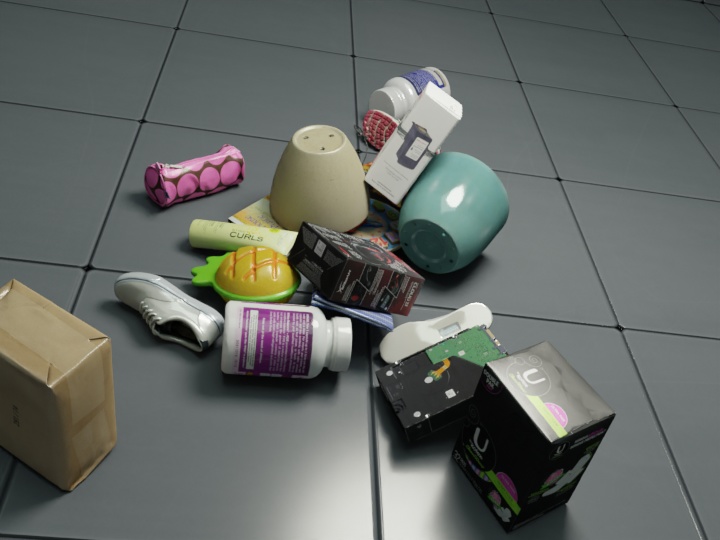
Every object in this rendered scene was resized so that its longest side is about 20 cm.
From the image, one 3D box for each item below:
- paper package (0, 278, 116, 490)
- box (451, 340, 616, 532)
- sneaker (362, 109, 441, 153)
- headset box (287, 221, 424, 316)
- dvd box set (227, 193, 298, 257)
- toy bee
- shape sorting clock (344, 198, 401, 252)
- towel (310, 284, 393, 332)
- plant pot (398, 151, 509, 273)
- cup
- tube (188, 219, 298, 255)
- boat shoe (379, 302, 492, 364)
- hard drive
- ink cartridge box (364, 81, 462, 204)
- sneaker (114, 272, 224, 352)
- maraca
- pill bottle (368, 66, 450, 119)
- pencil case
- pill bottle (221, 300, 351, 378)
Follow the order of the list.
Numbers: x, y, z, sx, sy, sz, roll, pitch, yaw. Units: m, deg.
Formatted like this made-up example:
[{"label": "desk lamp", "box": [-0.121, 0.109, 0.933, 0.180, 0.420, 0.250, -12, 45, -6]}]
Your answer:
[{"label": "paper package", "box": [-0.419, 0.148, 0.997, 0.188, 0.203, 0.103, 26, 40, 18]}, {"label": "box", "box": [0.234, 0.231, 1.077, 0.122, 0.203, 0.149, -14, 45, -29]}, {"label": "sneaker", "box": [0.094, -0.307, 1.785, 0.197, 0.082, 0.075, 31, 27, 9]}, {"label": "headset box", "box": [0.000, 0.000, 1.281, 0.197, 0.076, 0.148, 14, 17, -42]}, {"label": "dvd box set", "box": [-0.136, -0.103, 1.482, 0.145, 0.030, 0.199, 32, 50, 31]}, {"label": "toy bee", "box": [0.036, -0.192, 1.626, 0.201, 0.109, 0.130, 49, 18, 20]}, {"label": "shape sorting clock", "box": [0.002, -0.093, 1.528, 0.195, 0.040, 0.202, 8, 40, -7]}, {"label": "towel", "box": [-0.017, 0.046, 1.301, 0.142, 0.024, 0.200, 21, 14, -8]}, {"label": "plant pot", "box": [0.161, -0.094, 1.456, 0.198, 0.203, 0.162, 26, 50, 16]}, {"label": "cup", "box": [-0.077, -0.183, 1.442, 0.195, 0.145, 0.203, 1, 41, -1]}, {"label": "tube", "box": [-0.210, -0.059, 1.381, 0.195, 0.052, 0.059, 7, 75, 16]}, {"label": "boat shoe", "box": [0.126, 0.111, 1.292, 0.197, 0.069, 0.073, -26, 70, -6]}, {"label": "hard drive", "box": [0.135, 0.168, 1.185, 0.197, 0.038, 0.140, -25, 36, -7]}, {"label": "ink cartridge box", "box": [0.102, -0.244, 1.460, 0.084, 0.201, 0.145, 35, 22, -6]}, {"label": "sneaker", "box": [-0.314, 0.065, 1.224, 0.196, 0.074, 0.071, 21, 36, 10]}, {"label": "maraca", "box": [-0.193, 0.011, 1.300, 0.196, 0.109, 0.137, 13, 28, 24]}, {"label": "pill bottle", "box": [0.118, -0.418, 1.881, 0.119, 0.122, 0.198, 38, 44, 28]}, {"label": "pencil case", "box": [-0.320, -0.191, 1.512, 0.198, 0.095, 0.090, -26, 52, -38]}, {"label": "pill bottle", "box": [-0.115, 0.109, 1.196, 0.195, 0.114, 0.114, 5, 39, -9]}]
